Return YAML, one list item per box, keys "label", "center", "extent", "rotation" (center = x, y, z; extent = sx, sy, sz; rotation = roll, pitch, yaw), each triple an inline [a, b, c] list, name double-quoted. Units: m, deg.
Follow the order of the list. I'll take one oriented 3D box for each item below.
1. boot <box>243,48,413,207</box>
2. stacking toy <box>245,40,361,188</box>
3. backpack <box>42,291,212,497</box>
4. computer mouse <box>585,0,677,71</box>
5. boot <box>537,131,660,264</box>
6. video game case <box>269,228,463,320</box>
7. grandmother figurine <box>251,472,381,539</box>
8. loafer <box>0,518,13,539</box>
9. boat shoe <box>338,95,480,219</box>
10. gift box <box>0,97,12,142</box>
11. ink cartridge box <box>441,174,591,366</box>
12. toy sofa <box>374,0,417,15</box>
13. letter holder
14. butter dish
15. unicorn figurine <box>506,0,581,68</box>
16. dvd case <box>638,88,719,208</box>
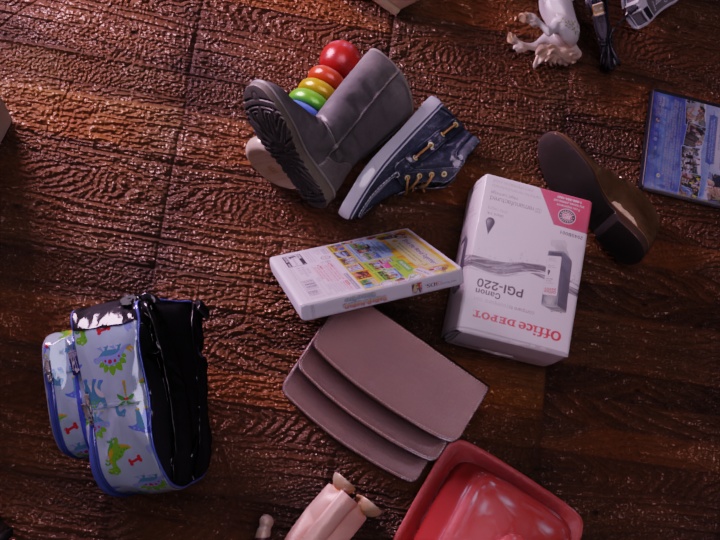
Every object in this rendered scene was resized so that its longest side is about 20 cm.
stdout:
- label: "boot"
  center: [-0.029, -0.197, 1.125]
  extent: [0.200, 0.072, 0.183]
  rotation: [-50, 129, -25]
- label: "stacking toy"
  center: [-0.060, -0.203, 1.193]
  extent: [0.085, 0.085, 0.201]
  rotation: [30, 68, -2]
- label: "backpack"
  center: [-0.242, 0.139, 1.035]
  extent: [0.145, 0.183, 0.202]
  rotation: [-13, 83, 12]
- label: "computer mouse"
  center: [0.376, -0.367, 1.304]
  extent: [0.200, 0.044, 0.110]
  rotation: [-40, 119, -22]
- label: "boot"
  center: [0.307, -0.105, 1.240]
  extent: [0.200, 0.074, 0.075]
  rotation: [50, 56, -1]
- label: "video game case"
  center: [0.000, 0.000, 1.097]
  extent: [0.180, 0.200, 0.023]
  rotation: [-13, 107, -11]
- label: "grandmother figurine"
  center: [-0.071, 0.324, 1.082]
  extent: [0.121, 0.061, 0.200]
  rotation: [37, 72, 9]
- label: "loafer"
  center: [-0.471, 0.285, 1.014]
  extent: [0.198, 0.073, 0.072]
  rotation: [-11, 82, -11]
- label: "boat shoe"
  center: [0.064, -0.121, 1.192]
  extent: [0.091, 0.071, 0.201]
  rotation: [40, 74, 3]
- label: "gift box"
  center: [-0.487, -0.166, 1.052]
  extent: [0.198, 0.187, 0.186]
  rotation: [19, 76, -4]
- label: "ink cartridge box"
  center: [0.191, 0.001, 1.181]
  extent: [0.144, 0.085, 0.202]
  rotation: [14, 78, -6]
- label: "toy sofa"
  center: [0.052, -0.444, 1.265]
  extent: [0.082, 0.097, 0.202]
  rotation: [27, 73, -28]
- label: "letter holder"
  center: [0.022, 0.140, 1.115]
  extent: [0.199, 0.101, 0.143]
  rotation: [35, 77, -1]
- label: "butter dish"
  center: [0.151, 0.313, 1.073]
  extent: [0.199, 0.148, 0.201]
  rotation: [32, 74, -1]
- label: "unicorn figurine"
  center: [0.258, -0.365, 1.285]
  extent: [0.136, 0.074, 0.203]
  rotation: [-2, 92, -19]
- label: "dvd case"
  center: [0.476, -0.156, 1.295]
  extent: [0.198, 0.018, 0.144]
  rotation: [12, 76, -6]
